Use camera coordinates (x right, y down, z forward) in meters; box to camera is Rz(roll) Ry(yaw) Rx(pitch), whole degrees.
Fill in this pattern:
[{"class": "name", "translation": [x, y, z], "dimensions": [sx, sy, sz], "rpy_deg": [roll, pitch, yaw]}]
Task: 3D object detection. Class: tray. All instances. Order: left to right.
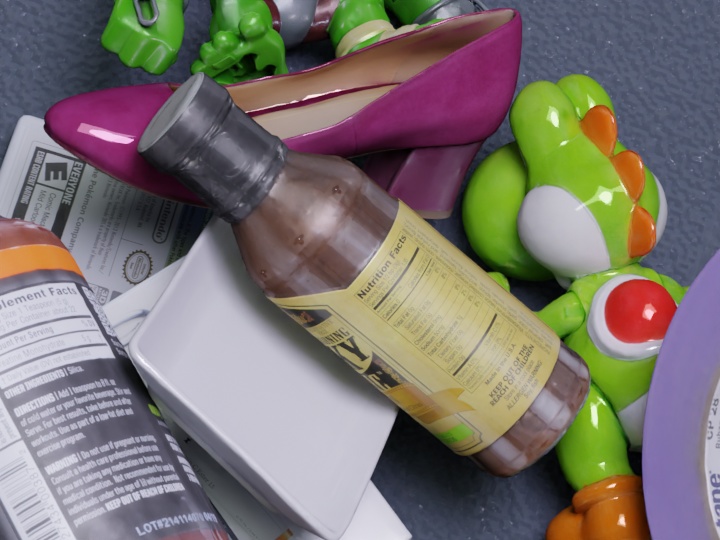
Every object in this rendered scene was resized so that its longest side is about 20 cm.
[{"class": "tray", "translation": [-0.033, 0.032, 1.093], "dimensions": [0.107, 0.022, 0.200], "rpy_deg": [44, 23, -8]}]

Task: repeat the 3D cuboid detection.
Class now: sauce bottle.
[{"class": "sauce bottle", "translation": [0.000, 0.000, 1.093], "dimensions": [0.200, 0.065, 0.065], "rpy_deg": [40, 66, -14]}]

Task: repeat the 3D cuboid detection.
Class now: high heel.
[{"class": "high heel", "translation": [-0.029, -0.077, 1.131], "dimensions": [0.199, 0.096, 0.067], "rpy_deg": [3, 31, -35]}]

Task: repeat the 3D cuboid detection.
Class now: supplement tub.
[{"class": "supplement tub", "translation": [-0.133, 0.056, 1.036], "dimensions": [0.107, 0.107, 0.200], "rpy_deg": [-25, 71, -17]}]

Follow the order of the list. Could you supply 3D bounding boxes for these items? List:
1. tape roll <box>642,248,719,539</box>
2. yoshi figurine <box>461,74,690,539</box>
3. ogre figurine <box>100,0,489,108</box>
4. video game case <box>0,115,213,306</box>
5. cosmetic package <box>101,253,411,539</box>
[{"class": "tape roll", "translation": [0.205, 0.071, 1.045], "dimensions": [0.085, 0.200, 0.201], "rpy_deg": [3, 64, -39]}, {"class": "yoshi figurine", "translation": [0.097, 0.020, 1.185], "dimensions": [0.112, 0.112, 0.201], "rpy_deg": [-17, 82, 23]}, {"class": "ogre figurine", "translation": [-0.033, -0.129, 1.206], "dimensions": [0.199, 0.098, 0.120], "rpy_deg": [-10, 60, -21]}, {"class": "video game case", "translation": [-0.086, 0.049, 1.169], "dimensions": [0.182, 0.022, 0.201], "rpy_deg": [17, 66, -2]}, {"class": "cosmetic package", "translation": [-0.103, 0.106, 1.104], "dimensions": [0.200, 0.052, 0.151], "rpy_deg": [-32, 73, -20]}]
